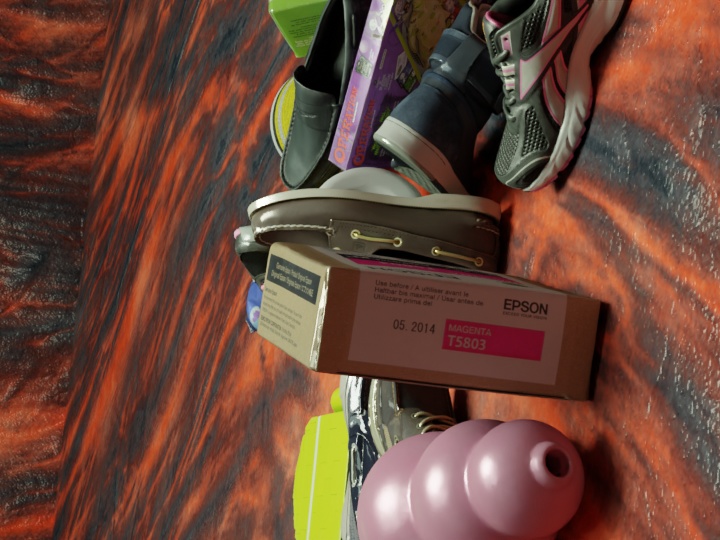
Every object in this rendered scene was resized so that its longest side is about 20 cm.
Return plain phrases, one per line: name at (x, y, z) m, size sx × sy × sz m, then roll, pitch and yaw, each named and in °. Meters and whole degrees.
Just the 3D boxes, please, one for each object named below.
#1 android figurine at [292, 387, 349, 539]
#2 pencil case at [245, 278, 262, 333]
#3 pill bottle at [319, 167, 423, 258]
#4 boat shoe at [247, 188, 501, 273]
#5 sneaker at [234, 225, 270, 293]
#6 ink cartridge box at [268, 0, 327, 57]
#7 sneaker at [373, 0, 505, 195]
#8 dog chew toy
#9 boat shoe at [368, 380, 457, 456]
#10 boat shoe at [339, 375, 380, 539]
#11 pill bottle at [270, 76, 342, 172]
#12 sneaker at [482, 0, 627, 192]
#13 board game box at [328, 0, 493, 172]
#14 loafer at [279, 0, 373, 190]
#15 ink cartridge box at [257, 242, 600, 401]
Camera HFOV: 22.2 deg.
android figurine at (-0.018, 0.193, 1.679) m, size 0.200 × 0.041 × 0.182 m, roll 151°, pitch 126°, yaw -68°
pencil case at (-0.053, -0.005, 1.823) m, size 0.078 × 0.087 × 0.200 m, roll -51°, pitch -4°, yaw -39°
pill bottle at (0.000, 0.000, 1.578) m, size 0.200 × 0.104 × 0.104 m, roll 101°, pitch 170°, yaw -64°
boat shoe at (0.010, -0.025, 1.440) m, size 0.072 × 0.200 × 0.060 m, roll 91°, pitch -179°, yaw -74°
sneaker at (-0.057, 0.025, 1.694) m, size 0.200 × 0.079 × 0.095 m, roll 45°, pitch -133°, yaw -54°
ink cartridge box at (-0.003, -0.310, 1.686) m, size 0.076 × 0.148 × 0.200 m, roll 58°, pitch -153°, yaw -56°
sneaker at (0.085, -0.129, 1.461) m, size 0.146 × 0.077 × 0.202 m, roll -56°, pitch -11°, yaw -3°
dog chew toy at (0.081, 0.157, 1.256) m, size 0.200 × 0.124 × 0.125 m, roll -39°, pitch 45°, yaw 55°
boat shoe at (0.057, 0.144, 1.434) m, size 0.073 × 0.074 × 0.200 m, roll -31°, pitch 60°, yaw 56°
boat shoe at (0.030, 0.144, 1.517) m, size 0.093 × 0.075 × 0.200 m, roll 178°, pitch 92°, yaw -67°
pill bottle at (-0.006, -0.145, 1.687) m, size 0.200 × 0.112 × 0.113 m, roll 172°, pitch 106°, yaw -72°
sneaker at (0.123, -0.157, 1.320) m, size 0.080 × 0.086 × 0.200 m, roll -112°, pitch 34°, yaw -62°
board game box at (0.048, -0.180, 1.525) m, size 0.032 × 0.120 × 0.200 m, roll 35°, pitch 119°, yaw 34°
loafer at (-0.030, -0.153, 1.544) m, size 0.068 × 0.070 × 0.201 m, roll 44°, pitch 123°, yaw 37°
ink cartridge box at (0.044, 0.034, 1.284) m, size 0.165 × 0.200 × 0.075 m, roll -162°, pitch 80°, yaw -72°
